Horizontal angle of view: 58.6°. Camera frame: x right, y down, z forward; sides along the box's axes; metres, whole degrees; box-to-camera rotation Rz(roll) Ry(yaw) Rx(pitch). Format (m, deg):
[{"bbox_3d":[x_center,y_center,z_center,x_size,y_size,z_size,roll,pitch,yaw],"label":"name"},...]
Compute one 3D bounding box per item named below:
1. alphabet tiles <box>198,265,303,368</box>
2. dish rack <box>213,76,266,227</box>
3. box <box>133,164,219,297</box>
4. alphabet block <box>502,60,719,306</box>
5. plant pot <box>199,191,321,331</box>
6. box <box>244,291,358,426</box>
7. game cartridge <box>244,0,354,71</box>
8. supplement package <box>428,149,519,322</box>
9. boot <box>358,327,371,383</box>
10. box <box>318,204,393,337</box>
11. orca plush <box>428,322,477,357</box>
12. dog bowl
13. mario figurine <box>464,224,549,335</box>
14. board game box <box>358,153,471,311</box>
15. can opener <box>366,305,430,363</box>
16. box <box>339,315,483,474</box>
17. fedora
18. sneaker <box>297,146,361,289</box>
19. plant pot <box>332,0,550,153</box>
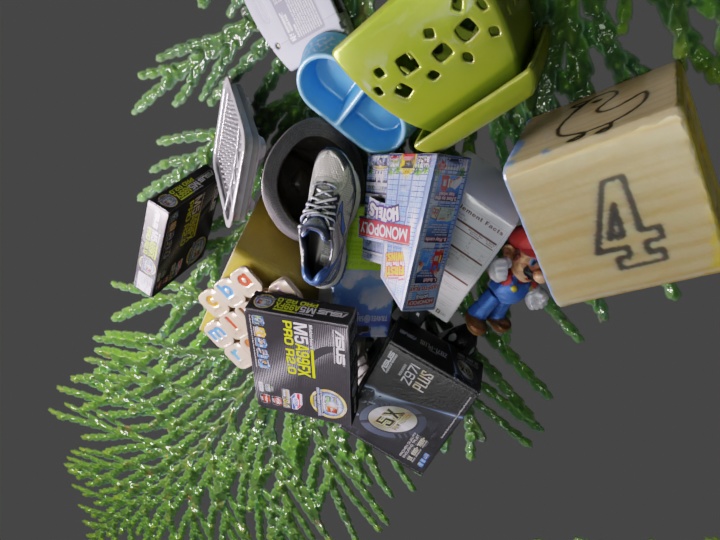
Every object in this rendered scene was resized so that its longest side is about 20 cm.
[{"bbox_3d":[-0.153,0.086,0.998,0.198,0.015,0.196,-29,112,33],"label":"alphabet tiles"},{"bbox_3d":[-0.192,-0.186,1.009,0.043,0.202,0.173,-1,132,-23],"label":"dish rack"},{"bbox_3d":[-0.323,-0.070,1.140,0.044,0.160,0.202,31,128,7],"label":"box"},{"bbox_3d":[0.312,-0.102,0.775,0.197,0.196,0.198,-17,113,33],"label":"alphabet block"},{"bbox_3d":[-0.134,0.009,1.082,0.174,0.202,0.201,25,130,-9],"label":"plant pot"},{"bbox_3d":[-0.084,0.134,0.961,0.157,0.044,0.203,10,127,14],"label":"box"},{"bbox_3d":[-0.103,-0.396,0.905,0.132,0.042,0.202,-12,113,37],"label":"game cartridge"},{"bbox_3d":[0.142,-0.049,0.942,0.116,0.117,0.201,34,128,6],"label":"supplement package"},{"bbox_3d":[0.003,0.145,1.139,0.132,0.067,0.200,60,139,16],"label":"boot"},{"bbox_3d":[0.000,0.000,0.999,0.047,0.120,0.204,19,104,55],"label":"box"},{"bbox_3d":[0.126,0.169,1.114,0.199,0.071,0.106,-32,102,37],"label":"orca plush"},{"bbox_3d":[-0.007,-0.245,0.916,0.199,0.050,0.111,37,134,-11],"label":"dog bowl"},{"bbox_3d":[0.231,0.024,0.941,0.105,0.123,0.202,32,129,12],"label":"mario figurine"},{"bbox_3d":[0.056,-0.055,0.875,0.199,0.061,0.204,15,102,57],"label":"board game box"},{"bbox_3d":[0.060,0.115,1.117,0.053,0.067,0.201,35,128,3],"label":"can opener"},{"bbox_3d":[0.082,0.206,1.051,0.162,0.086,0.202,30,118,0],"label":"box"},{"bbox_3d":[-0.085,-0.139,0.988,0.199,0.178,0.090,39,171,-40],"label":"fedora"},{"bbox_3d":[-0.048,-0.072,0.902,0.076,0.085,0.204,5,96,16],"label":"sneaker"},{"bbox_3d":[0.114,-0.273,0.773,0.198,0.200,0.182,-27,111,36],"label":"plant pot"}]
